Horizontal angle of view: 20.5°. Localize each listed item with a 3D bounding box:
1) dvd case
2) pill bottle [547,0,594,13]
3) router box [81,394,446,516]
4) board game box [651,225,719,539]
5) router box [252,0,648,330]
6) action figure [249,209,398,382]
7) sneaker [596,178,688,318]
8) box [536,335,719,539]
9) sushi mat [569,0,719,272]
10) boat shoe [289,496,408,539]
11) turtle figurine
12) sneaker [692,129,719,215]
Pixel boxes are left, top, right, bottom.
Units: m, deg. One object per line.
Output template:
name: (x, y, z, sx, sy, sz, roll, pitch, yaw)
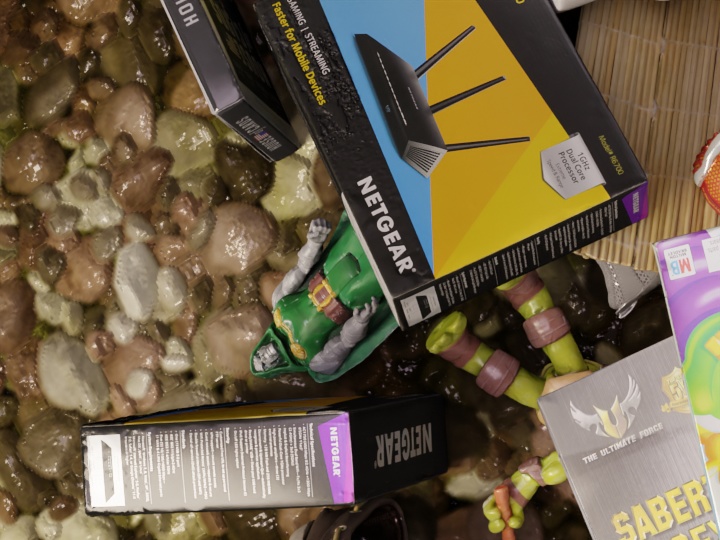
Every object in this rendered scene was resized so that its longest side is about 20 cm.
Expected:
dvd case: (-0.100, -0.168, 1.172, 0.025, 0.150, 0.201, -27, 79, 6)
pill bottle: (0.183, -0.216, 1.080, 0.199, 0.120, 0.120, -21, 80, -3)
router box: (-0.047, 0.100, 1.103, 0.148, 0.200, 0.051, -4, 88, 16)
board game box: (0.219, 0.075, 0.948, 0.102, 0.105, 0.201, -14, 81, 19)
router box: (0.047, -0.088, 1.079, 0.148, 0.051, 0.201, -25, 65, -2)
action figure: (0.000, 0.000, 1.162, 0.200, 0.055, 0.118, -47, 61, 29)
sneaker: (0.102, -0.055, 1.141, 0.200, 0.075, 0.082, 41, 97, 16)
box: (0.213, 0.099, 1.031, 0.199, 0.048, 0.159, -26, 78, 18)
sushi mat: (0.162, -0.092, 1.109, 0.095, 0.012, 0.201, 13, 69, -6)
boat shoe: (-0.007, 0.179, 1.098, 0.059, 0.200, 0.072, -32, 99, 10)
turtle figurine: (0.127, 0.066, 1.127, 0.200, 0.064, 0.161, -42, 94, 21)
sneaker: (0.273, -0.085, 1.082, 0.200, 0.073, 0.077, -37, 79, -5)
